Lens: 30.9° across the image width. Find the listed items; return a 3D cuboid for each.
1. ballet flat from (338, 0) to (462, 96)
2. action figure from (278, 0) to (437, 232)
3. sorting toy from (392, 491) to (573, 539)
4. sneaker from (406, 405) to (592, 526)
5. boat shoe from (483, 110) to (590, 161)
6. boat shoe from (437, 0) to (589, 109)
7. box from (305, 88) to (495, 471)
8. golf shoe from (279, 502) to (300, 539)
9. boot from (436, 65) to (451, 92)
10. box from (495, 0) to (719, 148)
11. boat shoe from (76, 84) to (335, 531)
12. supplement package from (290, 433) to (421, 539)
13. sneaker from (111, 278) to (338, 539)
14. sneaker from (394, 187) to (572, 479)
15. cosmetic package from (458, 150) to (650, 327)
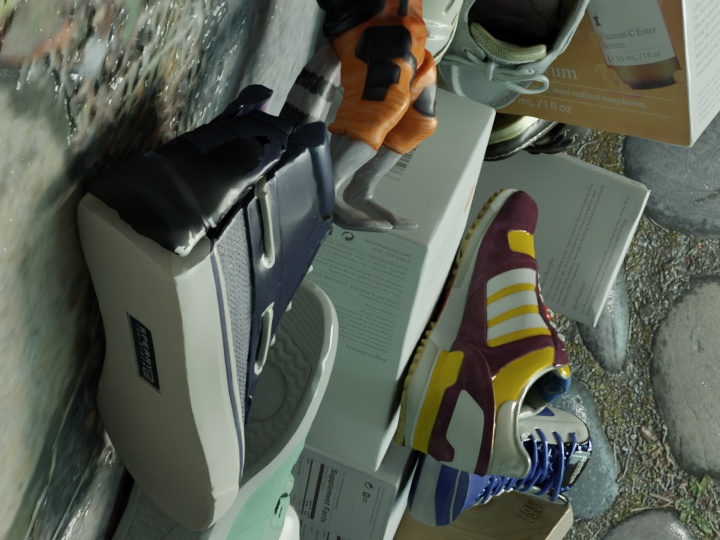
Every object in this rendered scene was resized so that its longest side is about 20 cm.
[{"bbox_3d":[0.033,-0.172,0.672,0.062,0.067,0.203,22,-80,63],"label":"ballet flat"},{"bbox_3d":[-0.003,-0.115,0.536,0.200,0.103,0.196,-3,98,-68],"label":"action figure"},{"bbox_3d":[0.035,0.236,1.006,0.199,0.199,0.070,-45,135,-29],"label":"sorting toy"},{"bbox_3d":[0.106,0.125,0.928,0.199,0.114,0.081,-37,145,-73],"label":"sneaker"},{"bbox_3d":[0.134,-0.114,0.914,0.200,0.073,0.065,-42,120,-49],"label":"boat shoe"},{"bbox_3d":[0.086,-0.144,0.700,0.202,0.074,0.065,123,-20,-59],"label":"boat shoe"},{"bbox_3d":[0.000,0.000,0.769,0.201,0.096,0.125,100,13,-46],"label":"box"},{"bbox_3d":[-0.071,0.209,0.721,0.094,0.078,0.201,-13,-144,45],"label":"golf shoe"},{"bbox_3d":[0.051,-0.174,0.832,0.201,0.069,0.148,-61,161,-51],"label":"boot"},{"bbox_3d":[0.142,-0.195,0.767,0.106,0.151,0.202,-45,135,-35],"label":"box"},{"bbox_3d":[-0.052,0.021,0.515,0.093,0.074,0.201,-40,156,-32],"label":"boat shoe"},{"bbox_3d":[0.000,0.107,0.972,0.157,0.110,0.201,101,13,-47],"label":"supplement package"},{"bbox_3d":[-0.060,0.085,0.661,0.202,0.073,0.118,-62,167,14],"label":"sneaker"},{"bbox_3d":[0.090,0.038,0.791,0.075,0.089,0.201,98,15,-55],"label":"sneaker"},{"bbox_3d":[0.107,-0.048,0.987,0.081,0.198,0.114,-24,137,-77],"label":"cosmetic package"}]
